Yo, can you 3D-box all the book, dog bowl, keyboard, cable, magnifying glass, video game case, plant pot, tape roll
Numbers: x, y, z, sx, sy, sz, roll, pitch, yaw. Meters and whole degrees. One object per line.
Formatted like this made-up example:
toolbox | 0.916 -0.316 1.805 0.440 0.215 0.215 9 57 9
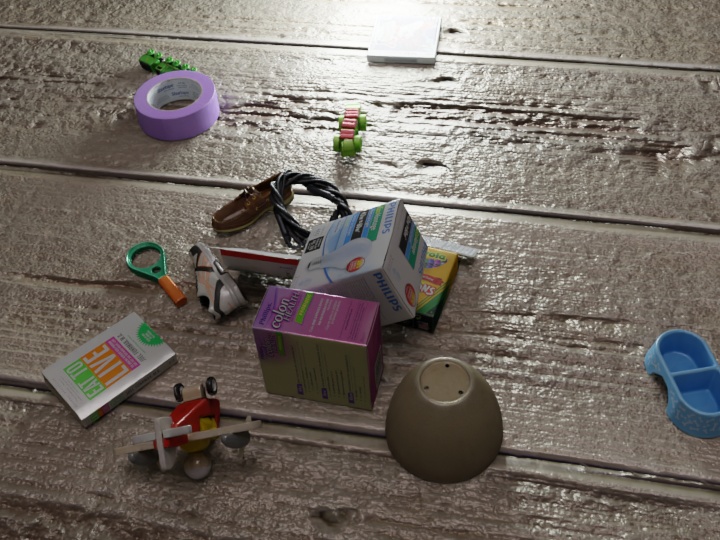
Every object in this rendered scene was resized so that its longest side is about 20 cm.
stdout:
book | -0.449 0.177 1.518 0.133 0.048 0.199 36 57 27
dog bowl | 0.558 0.183 1.423 0.109 0.050 0.202 -8 46 -3
keyboard | 0.138 -0.057 1.693 0.197 0.011 0.056 15 15 18
cable | -0.104 -0.135 1.743 0.161 0.051 0.202 -14 62 -18
magnifying glass | -0.405 0.006 1.688 0.079 0.023 0.200 -30 52 -22
video game case | 0.118 -0.614 2.232 0.179 0.023 0.202 4 47 8
plant pot | 0.137 0.219 1.365 0.197 0.136 0.202 -2 46 2
tape roll | -0.446 -0.403 2.049 0.196 0.066 0.202 -3 47 3

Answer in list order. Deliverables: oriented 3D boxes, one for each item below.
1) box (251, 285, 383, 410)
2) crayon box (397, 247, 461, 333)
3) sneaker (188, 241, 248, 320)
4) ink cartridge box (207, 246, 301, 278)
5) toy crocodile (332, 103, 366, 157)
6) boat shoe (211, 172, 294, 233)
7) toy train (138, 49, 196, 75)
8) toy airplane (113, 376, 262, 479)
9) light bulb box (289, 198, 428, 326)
box | -0.067 0.133 1.433 0.197 0.178 0.098 7 47 12
crayon box | 0.110 0.017 1.616 0.125 0.051 0.201 12 48 16
sneaker | -0.296 0.017 1.635 0.080 0.074 0.200 -37 46 -7
ink cartridge box | -0.184 -0.012 1.585 0.158 0.051 0.200 8 4 11
toy crocodile | -0.024 -0.327 1.945 0.066 0.062 0.202 3 46 7
boat shoe | -0.232 -0.149 1.788 0.198 0.068 0.072 -30 51 -22
toy train | -0.496 -0.522 2.184 0.198 0.042 0.057 28 64 27
toy airplane | -0.275 0.272 1.344 0.197 0.143 0.199 -22 14 -32
light bulb box | 0.000 0.000 1.526 0.197 0.125 0.200 -16 35 26
